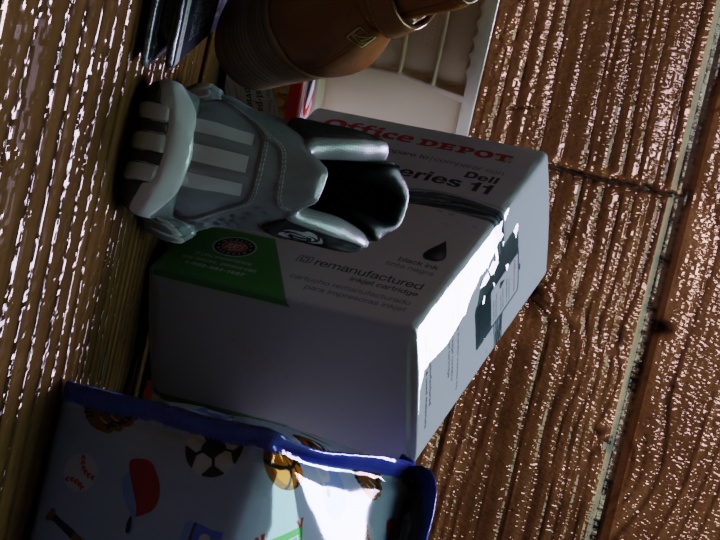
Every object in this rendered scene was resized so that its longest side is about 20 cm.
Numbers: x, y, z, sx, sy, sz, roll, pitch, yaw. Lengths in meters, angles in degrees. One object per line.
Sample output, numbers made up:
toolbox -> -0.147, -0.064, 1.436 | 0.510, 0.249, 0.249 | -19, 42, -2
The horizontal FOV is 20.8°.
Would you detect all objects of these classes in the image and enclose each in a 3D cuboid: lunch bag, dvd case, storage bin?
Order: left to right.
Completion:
dvd case -> -0.057, -0.172, 0.834 | 0.200, 0.016, 0.149 | -76, 179, -75
lunch bag -> -0.046, 0.146, 0.819 | 0.200, 0.124, 0.170 | 27, 78, -63
storage bin -> 0.043, -0.208, 1.119 | 0.199, 0.093, 0.200 | 102, 1, -48

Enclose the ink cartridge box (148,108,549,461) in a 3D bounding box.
ink cartridge box -> 0.000, 0.000, 1.022 | 0.200, 0.146, 0.083 | -50, 146, -53

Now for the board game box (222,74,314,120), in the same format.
board game box -> -0.038, -0.165, 1.111 | 0.152, 0.046, 0.200 | -76, 179, -48

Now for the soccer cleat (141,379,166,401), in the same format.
soccer cleat -> -0.087, 0.115, 1.065 | 0.069, 0.077, 0.201 | 89, 14, -86

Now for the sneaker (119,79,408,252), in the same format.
sneaker -> -0.036, -0.037, 0.871 | 0.200, 0.115, 0.075 | -63, 166, -85

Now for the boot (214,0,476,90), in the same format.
boot -> 0.019, -0.173, 0.835 | 0.155, 0.077, 0.200 | -13, -136, 52
